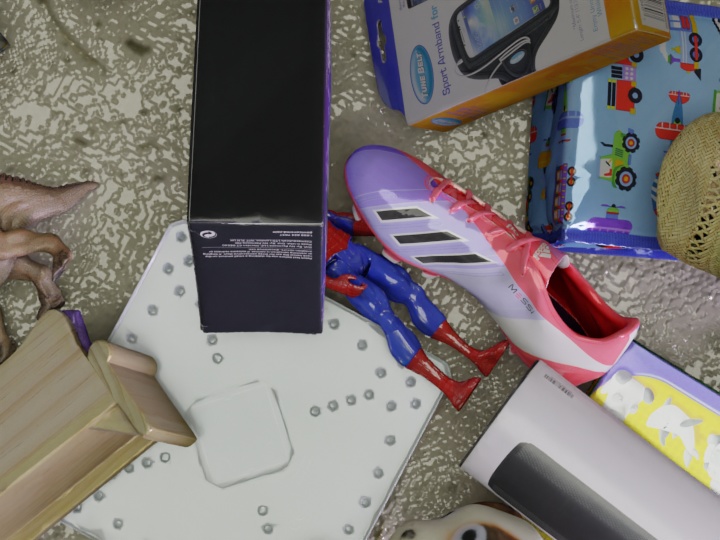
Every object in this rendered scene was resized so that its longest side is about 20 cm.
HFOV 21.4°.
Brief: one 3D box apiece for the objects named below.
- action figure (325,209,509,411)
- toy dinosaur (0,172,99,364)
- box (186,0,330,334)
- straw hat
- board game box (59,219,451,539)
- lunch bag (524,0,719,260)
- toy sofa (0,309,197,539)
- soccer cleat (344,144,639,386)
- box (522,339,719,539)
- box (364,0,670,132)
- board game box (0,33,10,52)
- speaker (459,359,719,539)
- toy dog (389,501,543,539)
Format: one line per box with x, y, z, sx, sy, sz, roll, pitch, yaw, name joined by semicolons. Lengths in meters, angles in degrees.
0.000;0.000;1.166;0.200;0.052;0.065;37;52;7;action figure
-0.256;-0.008;1.161;0.135;0.086;0.200;42;84;6;toy dinosaur
-0.056;-0.083;1.096;0.078;0.141;0.201;2;64;-3;box
0.213;-0.042;1.086;0.085;0.201;0.202;18;90;17;straw hat
-0.074;0.101;1.188;0.199;0.026;0.201;28;89;0;board game box
0.210;-0.082;1.168;0.199;0.094;0.152;5;87;-10;lunch bag
-0.206;0.117;1.134;0.200;0.083;0.098;-39;73;5;toy sofa
0.078;-0.011;1.131;0.200;0.076;0.067;44;47;-4;soccer cleat
0.159;0.155;1.168;0.117;0.048;0.201;31;95;11;box
0.085;-0.162;1.128;0.041;0.199;0.120;5;72;-44;box
-0.326;-0.116;1.146;0.200;0.105;0.103;-39;91;0;board game box
0.159;0.142;1.103;0.200;0.081;0.081;38;90;6;speaker
0.048;0.233;1.109;0.193;0.140;0.201;15;108;-5;toy dog
